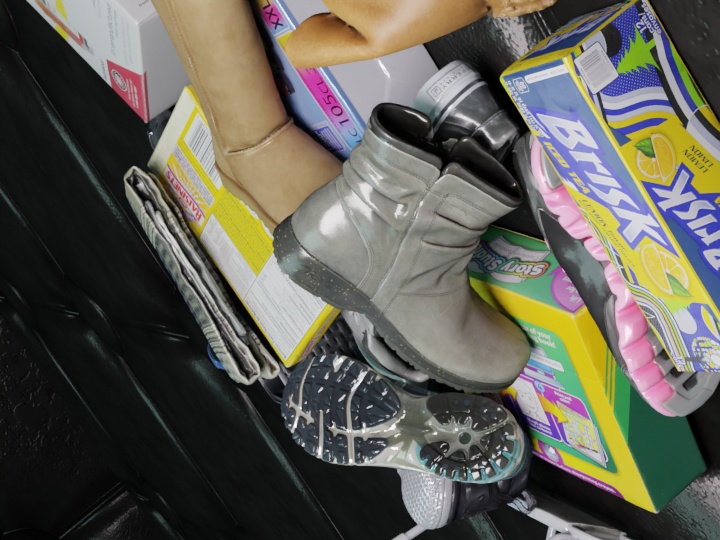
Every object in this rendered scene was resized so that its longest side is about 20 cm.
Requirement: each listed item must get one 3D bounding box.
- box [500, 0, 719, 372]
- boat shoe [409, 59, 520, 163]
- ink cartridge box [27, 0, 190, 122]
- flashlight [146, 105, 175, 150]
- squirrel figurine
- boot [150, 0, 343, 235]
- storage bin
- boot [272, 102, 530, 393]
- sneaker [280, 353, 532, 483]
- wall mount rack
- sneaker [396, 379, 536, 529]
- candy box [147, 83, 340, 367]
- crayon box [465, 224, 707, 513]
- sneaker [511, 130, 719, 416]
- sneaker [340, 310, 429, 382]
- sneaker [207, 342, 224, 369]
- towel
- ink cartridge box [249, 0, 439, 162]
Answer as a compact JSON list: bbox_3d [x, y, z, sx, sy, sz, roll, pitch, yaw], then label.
[{"bbox_3d":[0.162,-0.042,0.785,0.200,0.064,0.070,57,158,-12],"label":"box"},{"bbox_3d":[0.056,-0.057,0.956,0.071,0.072,0.200,50,164,14],"label":"boat shoe"},{"bbox_3d":[-0.212,-0.243,1.205,0.200,0.083,0.145,45,159,16],"label":"ink cartridge box"},{"bbox_3d":[-0.146,-0.101,1.275,0.200,0.068,0.068,-136,58,-71],"label":"flashlight"},{"bbox_3d":[0.031,-0.216,0.724,0.200,0.141,0.187,3,119,46],"label":"squirrel figurine"},{"bbox_3d":[-0.068,-0.117,0.932,0.175,0.066,0.200,27,147,41],"label":"boot"},{"bbox_3d":[-0.064,0.039,1.289,0.135,0.094,0.200,58,171,-4],"label":"storage bin"},{"bbox_3d":[0.056,-0.009,0.888,0.200,0.068,0.131,31,126,-23],"label":"boot"},{"bbox_3d":[0.033,0.119,1.075,0.199,0.078,0.086,15,172,29],"label":"sneaker"},{"bbox_3d":[0.129,0.221,1.175,0.173,0.075,0.200,15,-179,-33],"label":"wall mount rack"},{"bbox_3d":[0.084,0.120,1.201,0.076,0.113,0.201,109,157,-48],"label":"sneaker"},{"bbox_3d":[-0.085,-0.034,1.089,0.200,0.026,0.102,54,144,14],"label":"candy box"},{"bbox_3d":[0.131,0.059,1.023,0.200,0.058,0.173,22,143,55],"label":"crayon box"},{"bbox_3d":[0.150,-0.007,0.871,0.200,0.079,0.095,64,163,-10],"label":"sneaker"},{"bbox_3d":[0.000,0.000,1.082,0.200,0.075,0.115,53,177,-10],"label":"sneaker"},{"bbox_3d":[-0.120,0.053,1.534,0.078,0.070,0.200,59,152,-9],"label":"sneaker"},{"bbox_3d":[-0.130,0.007,1.181,0.193,0.034,0.200,60,172,-1],"label":"towel"},{"bbox_3d":[-0.039,-0.144,1.022,0.137,0.076,0.200,56,160,-12],"label":"ink cartridge box"}]
